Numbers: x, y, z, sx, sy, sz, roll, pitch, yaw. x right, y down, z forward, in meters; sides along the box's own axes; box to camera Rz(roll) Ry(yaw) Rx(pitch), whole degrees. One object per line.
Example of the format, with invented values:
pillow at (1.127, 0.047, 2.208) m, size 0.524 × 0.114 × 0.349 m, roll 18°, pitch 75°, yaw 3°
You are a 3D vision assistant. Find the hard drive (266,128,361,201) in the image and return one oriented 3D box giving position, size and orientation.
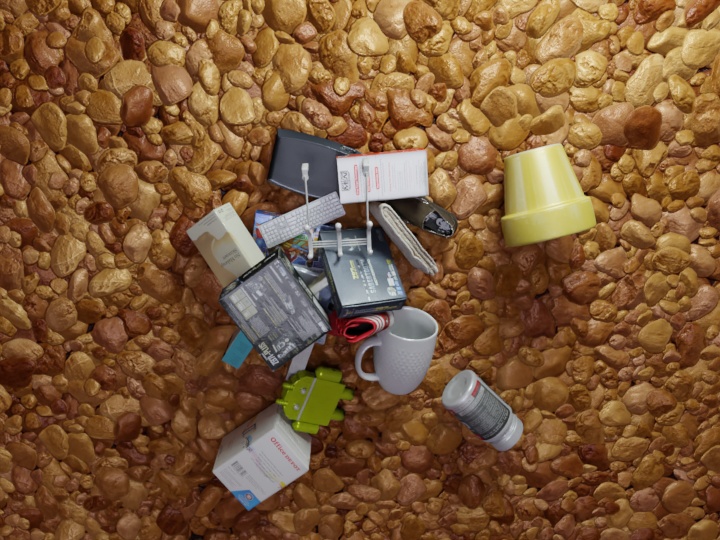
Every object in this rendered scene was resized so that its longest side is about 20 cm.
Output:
hard drive at (-0.106, -0.230, 1.395) m, size 0.196 × 0.042 × 0.138 m, roll 15°, pitch 108°, yaw -6°

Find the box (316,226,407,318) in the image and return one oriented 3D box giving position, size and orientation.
box at (0.000, 0.000, 1.378) m, size 0.154 × 0.203 × 0.051 m, roll -6°, pitch 147°, yaw -20°

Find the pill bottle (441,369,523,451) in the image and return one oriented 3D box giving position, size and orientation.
pill bottle at (0.308, 0.356, 1.560) m, size 0.200 × 0.114 × 0.114 m, roll 43°, pitch 103°, yaw -13°

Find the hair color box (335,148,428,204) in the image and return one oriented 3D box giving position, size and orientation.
hair color box at (0.047, -0.206, 1.355) m, size 0.195 × 0.061 × 0.104 m, roll -5°, pitch 104°, yaw -3°

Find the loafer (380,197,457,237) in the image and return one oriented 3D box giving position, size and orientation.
loafer at (0.139, -0.134, 1.417) m, size 0.196 × 0.072 × 0.074 m, roll 22°, pitch 107°, yaw -8°

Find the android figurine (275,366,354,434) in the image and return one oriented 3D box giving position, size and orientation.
android figurine at (-0.115, 0.320, 1.544) m, size 0.197 × 0.041 × 0.185 m, roll 19°, pitch 104°, yaw -30°

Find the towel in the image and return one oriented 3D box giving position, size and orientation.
towel at (0.094, -0.073, 1.405) m, size 0.034 × 0.132 × 0.201 m, roll -41°, pitch 105°, yaw -4°

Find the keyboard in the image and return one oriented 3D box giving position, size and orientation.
keyboard at (-0.134, -0.115, 1.408) m, size 0.197 × 0.011 × 0.057 m, roll -23°, pitch 113°, yaw 7°

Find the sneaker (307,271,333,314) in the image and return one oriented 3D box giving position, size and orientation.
sneaker at (-0.112, 0.079, 1.431) m, size 0.198 × 0.075 × 0.085 m, roll -33°, pitch 107°, yaw 14°

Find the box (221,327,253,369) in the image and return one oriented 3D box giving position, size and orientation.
box at (-0.257, 0.134, 1.467) m, size 0.049 × 0.083 × 0.201 m, roll 30°, pitch 119°, yaw -12°

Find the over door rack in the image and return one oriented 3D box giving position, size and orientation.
over door rack at (-0.049, -0.126, 1.305) m, size 0.144 × 0.067 × 0.205 m, roll -3°, pitch 104°, yaw -2°

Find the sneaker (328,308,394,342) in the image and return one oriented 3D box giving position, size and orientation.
sneaker at (-0.032, 0.118, 1.395) m, size 0.197 × 0.115 × 0.080 m, roll -14°, pitch 90°, yaw 35°

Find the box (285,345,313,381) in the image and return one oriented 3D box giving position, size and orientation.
box at (-0.138, 0.188, 1.514) m, size 0.041 × 0.039 × 0.203 m, roll 16°, pitch 119°, yaw -8°

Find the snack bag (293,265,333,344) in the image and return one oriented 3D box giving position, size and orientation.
snack bag at (-0.151, 0.077, 1.486) m, size 0.185 × 0.022 × 0.203 m, roll 16°, pitch 120°, yaw -6°

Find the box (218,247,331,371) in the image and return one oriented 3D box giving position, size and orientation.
box at (-0.182, 0.085, 1.345) m, size 0.162 × 0.086 × 0.201 m, roll -35°, pitch 106°, yaw 3°

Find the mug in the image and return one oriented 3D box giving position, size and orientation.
mug at (0.078, 0.202, 1.477) m, size 0.196 × 0.148 × 0.179 m, roll -5°, pitch 120°, yaw -25°

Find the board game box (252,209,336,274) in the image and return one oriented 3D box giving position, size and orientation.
board game box at (-0.157, -0.057, 1.455) m, size 0.195 × 0.035 × 0.138 m, roll 10°, pitch 108°, yaw -5°

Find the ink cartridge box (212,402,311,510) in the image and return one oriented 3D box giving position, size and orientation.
ink cartridge box at (-0.242, 0.462, 1.566) m, size 0.198 × 0.145 × 0.148 m, roll -34°, pitch 107°, yaw 10°

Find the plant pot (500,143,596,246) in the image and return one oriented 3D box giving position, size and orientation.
plant pot at (0.397, -0.168, 1.360) m, size 0.196 × 0.201 × 0.193 m, roll -13°, pitch 92°, yaw 3°

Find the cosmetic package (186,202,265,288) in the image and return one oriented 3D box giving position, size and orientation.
cosmetic package at (-0.293, -0.038, 1.412) m, size 0.104 × 0.071 × 0.202 m, roll -31°, pitch 97°, yaw 27°
